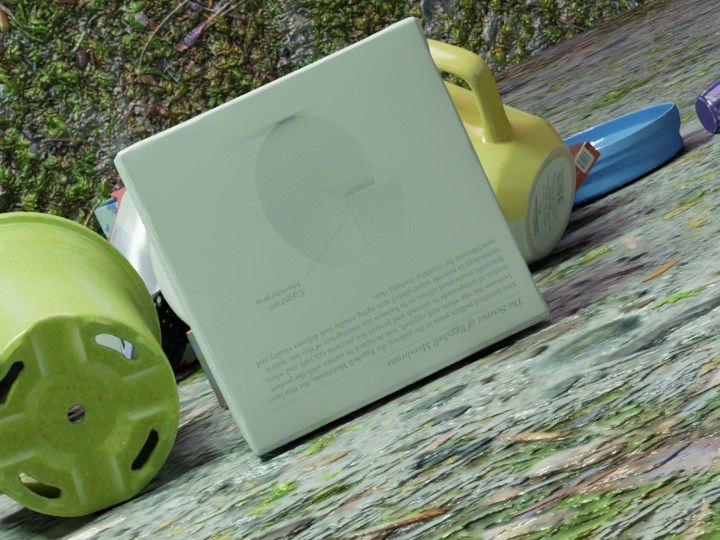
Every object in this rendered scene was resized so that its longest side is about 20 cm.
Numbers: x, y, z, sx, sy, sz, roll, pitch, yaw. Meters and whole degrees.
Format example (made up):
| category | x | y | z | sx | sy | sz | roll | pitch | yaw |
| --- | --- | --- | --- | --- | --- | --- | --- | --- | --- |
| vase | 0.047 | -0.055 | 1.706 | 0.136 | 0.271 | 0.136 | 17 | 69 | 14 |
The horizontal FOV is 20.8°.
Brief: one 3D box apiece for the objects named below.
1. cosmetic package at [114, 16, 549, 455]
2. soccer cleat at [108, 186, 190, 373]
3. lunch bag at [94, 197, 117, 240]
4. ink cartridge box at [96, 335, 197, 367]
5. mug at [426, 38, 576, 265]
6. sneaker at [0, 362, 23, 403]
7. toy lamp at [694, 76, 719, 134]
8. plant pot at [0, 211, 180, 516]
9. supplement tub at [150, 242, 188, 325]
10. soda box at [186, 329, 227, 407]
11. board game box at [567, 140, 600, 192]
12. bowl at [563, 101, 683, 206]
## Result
| category | x | y | z | sx | sy | sz | roll | pitch | yaw |
| --- | --- | --- | --- | --- | --- | --- | --- | --- | --- |
| cosmetic package | -0.021 | -0.021 | 1.216 | 0.199 | 0.200 | 0.123 | -25 | 4 | -6 |
| soccer cleat | -0.187 | 0.014 | 1.680 | 0.073 | 0.200 | 0.068 | -7 | -24 | 25 |
| lunch bag | -0.144 | -0.072 | 1.875 | 0.200 | 0.083 | 0.161 | -27 | 8 | -34 |
| ink cartridge box | -0.189 | 0.045 | 1.808 | 0.148 | 0.086 | 0.200 | -25 | 8 | -10 |
| mug | 0.064 | -0.070 | 1.417 | 0.153 | 0.150 | 0.187 | 15 | -6 | 27 |
| sneaker | -0.346 | 0.109 | 1.714 | 0.200 | 0.070 | 0.082 | -22 | 4 | 8 |
| toy lamp | 0.366 | -0.167 | 1.605 | 0.200 | 0.058 | 0.058 | -27 | 7 | -12 |
| plant pot | -0.204 | 0.073 | 1.285 | 0.200 | 0.200 | 0.184 | -26 | 18 | -15 |
| supplement tub | -0.068 | -0.031 | 1.669 | 0.145 | 0.145 | 0.200 | -20 | 3 | 34 |
| soda box | -0.020 | 0.032 | 1.393 | 0.200 | 0.064 | 0.068 | -21 | 8 | 26 |
| board game box | 0.104 | -0.046 | 1.582 | 0.103 | 0.019 | 0.200 | -55 | 20 | -25 |
| bowl | 0.188 | -0.088 | 1.701 | 0.201 | 0.039 | 0.201 | -24 | 7 | 3 |
